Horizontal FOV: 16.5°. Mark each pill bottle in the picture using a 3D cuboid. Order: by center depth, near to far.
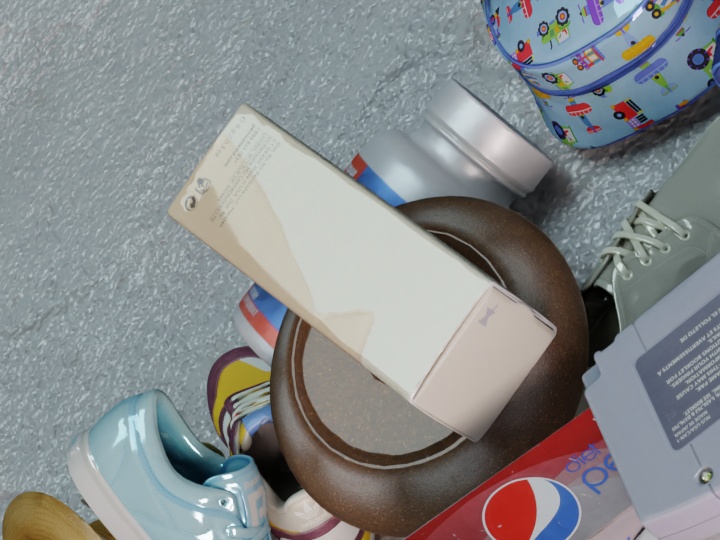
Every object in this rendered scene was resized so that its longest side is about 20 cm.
[{"bbox_3d":[0.023,-0.014,1.501,0.200,0.112,0.112,-51,38,6],"label":"pill bottle"}]

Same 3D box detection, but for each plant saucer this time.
[{"bbox_3d":[0.030,0.048,1.389,0.199,0.037,0.202,-9,68,24],"label":"plant saucer"}]

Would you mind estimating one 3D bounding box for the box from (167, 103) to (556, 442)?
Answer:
[{"bbox_3d":[0.000,0.000,1.346,0.200,0.095,0.078,37,91,34],"label":"box"}]

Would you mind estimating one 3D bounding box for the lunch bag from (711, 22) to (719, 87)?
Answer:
[{"bbox_3d":[0.278,-0.126,1.290,0.199,0.136,0.133,-9,58,44],"label":"lunch bag"}]

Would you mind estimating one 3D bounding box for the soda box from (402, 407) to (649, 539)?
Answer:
[{"bbox_3d":[0.113,0.126,1.262,0.200,0.064,0.070,-32,47,-25],"label":"soda box"}]

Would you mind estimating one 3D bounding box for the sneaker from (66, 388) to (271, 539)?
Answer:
[{"bbox_3d":[-0.078,0.152,1.417,0.082,0.200,0.074,-42,6,26],"label":"sneaker"}]

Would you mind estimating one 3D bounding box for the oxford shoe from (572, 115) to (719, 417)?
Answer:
[{"bbox_3d":[0.166,-0.007,1.389,0.200,0.058,0.075,-56,37,-1],"label":"oxford shoe"}]

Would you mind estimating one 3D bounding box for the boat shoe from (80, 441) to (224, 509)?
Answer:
[{"bbox_3d":[-0.118,0.132,1.555,0.060,0.072,0.200,-60,16,-16],"label":"boat shoe"}]

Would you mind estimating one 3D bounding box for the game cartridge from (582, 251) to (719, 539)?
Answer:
[{"bbox_3d":[0.204,0.039,1.199,0.200,0.041,0.134,-40,44,18],"label":"game cartridge"}]

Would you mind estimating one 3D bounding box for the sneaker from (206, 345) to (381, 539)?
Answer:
[{"bbox_3d":[-0.049,0.096,1.503,0.075,0.090,0.200,-31,44,-4],"label":"sneaker"}]

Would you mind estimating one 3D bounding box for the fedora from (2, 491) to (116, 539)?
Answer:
[{"bbox_3d":[-0.137,0.206,1.498,0.082,0.202,0.200,-30,29,-27],"label":"fedora"}]

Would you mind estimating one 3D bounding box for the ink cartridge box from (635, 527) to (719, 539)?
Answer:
[{"bbox_3d":[0.249,0.114,1.193,0.200,0.085,0.145,-51,38,7],"label":"ink cartridge box"}]

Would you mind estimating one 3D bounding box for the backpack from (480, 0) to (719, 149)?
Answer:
[{"bbox_3d":[0.143,-0.184,1.478,0.182,0.134,0.201,-25,50,34],"label":"backpack"}]
